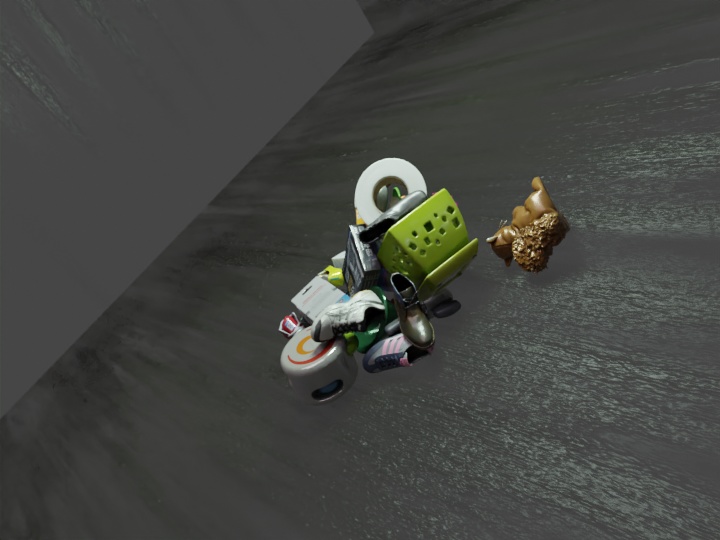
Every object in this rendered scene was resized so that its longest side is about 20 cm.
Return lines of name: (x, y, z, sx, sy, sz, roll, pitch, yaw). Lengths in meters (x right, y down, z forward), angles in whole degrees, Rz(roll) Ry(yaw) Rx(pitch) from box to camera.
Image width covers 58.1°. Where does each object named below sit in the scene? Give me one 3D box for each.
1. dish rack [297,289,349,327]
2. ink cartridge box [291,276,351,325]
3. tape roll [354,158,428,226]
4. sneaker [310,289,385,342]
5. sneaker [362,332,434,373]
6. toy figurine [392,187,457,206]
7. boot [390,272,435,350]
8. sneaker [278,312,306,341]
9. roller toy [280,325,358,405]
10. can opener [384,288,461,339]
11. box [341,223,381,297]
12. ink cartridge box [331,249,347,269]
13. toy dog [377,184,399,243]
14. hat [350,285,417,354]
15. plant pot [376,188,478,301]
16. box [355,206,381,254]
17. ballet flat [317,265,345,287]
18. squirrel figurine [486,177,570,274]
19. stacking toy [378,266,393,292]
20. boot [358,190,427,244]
dish rack: (-0.089, 0.117, 1.907, 0.197, 0.055, 0.155, 0, 48, 47)
ink cartridge box: (-0.098, 0.104, 1.812, 0.116, 0.067, 0.199, -42, 36, -12)
tape roll: (0.085, -0.196, 1.760, 0.200, 0.205, 0.071, -35, -10, 5)
sneaker: (-0.028, 0.121, 1.577, 0.197, 0.077, 0.088, -31, 44, -17)
sneaker: (0.088, 0.204, 1.553, 0.197, 0.071, 0.083, -31, 26, 17)
toy figurine: (0.199, -0.155, 1.891, 0.179, 0.151, 0.205, -8, 70, -6)
boot: (0.114, 0.094, 1.524, 0.073, 0.098, 0.201, -25, 39, -2)
sneaker: (-0.160, 0.184, 1.826, 0.072, 0.113, 0.198, -49, 30, -22)
roller toy: (-0.103, 0.241, 1.646, 0.196, 0.142, 0.183, 2, 40, 39)
can opener: (0.152, 0.113, 1.597, 0.197, 0.053, 0.067, -30, 23, -6)
box: (0.000, 0.000, 1.783, 0.048, 0.202, 0.160, -7, 54, -15)
ink cartridge box: (0.017, -0.042, 1.979, 0.197, 0.051, 0.108, -6, 20, 46)
toy dog: (0.077, -0.187, 1.854, 0.094, 0.204, 0.132, -23, -3, -11)
hat: (0.092, 0.133, 1.709, 0.203, 0.173, 0.166, -63, 33, 22)
plant pot: (0.177, -0.050, 1.640, 0.197, 0.183, 0.201, -35, -12, -17)
box: (0.029, -0.103, 1.894, 0.041, 0.120, 0.202, -22, 30, 13)
ballet flat: (-0.096, 0.022, 1.981, 0.065, 0.069, 0.200, -13, 3, -16)
squirrel figurine: (0.396, -0.085, 1.551, 0.185, 0.142, 0.202, -33, 25, 22)
stacking toy: (0.057, 0.024, 1.858, 0.086, 0.086, 0.198, -51, 24, -25)
boot: (0.089, -0.128, 1.644, 0.199, 0.070, 0.132, -38, 2, 9)
